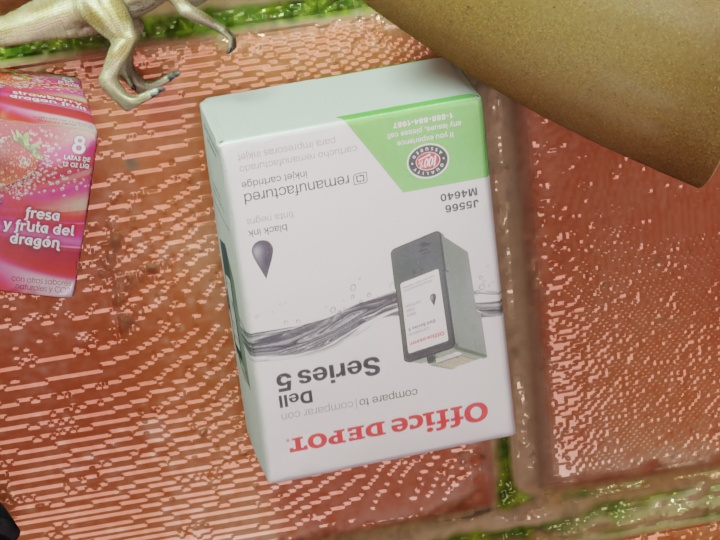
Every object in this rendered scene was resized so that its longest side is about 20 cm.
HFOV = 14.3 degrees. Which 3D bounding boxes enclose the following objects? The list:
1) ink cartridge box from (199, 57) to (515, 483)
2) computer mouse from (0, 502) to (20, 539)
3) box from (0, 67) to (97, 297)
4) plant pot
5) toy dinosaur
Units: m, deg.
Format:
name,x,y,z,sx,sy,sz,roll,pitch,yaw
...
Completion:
name,x,y,z,sx,sy,sz,roll,pitch,yaw
ink cartridge box,0.000,0.000,1.563,0.144,0.084,0.201,-11,112,-7
computer mouse,-0.253,0.108,1.526,0.199,0.046,0.140,13,150,-37
box,-0.242,-0.055,1.486,0.198,0.100,0.096,6,109,-13
plant pot,0.107,-0.158,1.490,0.199,0.187,0.188,15,107,-3
toy dinosaur,-0.132,-0.138,1.512,0.199,0.058,0.102,-30,98,-8
